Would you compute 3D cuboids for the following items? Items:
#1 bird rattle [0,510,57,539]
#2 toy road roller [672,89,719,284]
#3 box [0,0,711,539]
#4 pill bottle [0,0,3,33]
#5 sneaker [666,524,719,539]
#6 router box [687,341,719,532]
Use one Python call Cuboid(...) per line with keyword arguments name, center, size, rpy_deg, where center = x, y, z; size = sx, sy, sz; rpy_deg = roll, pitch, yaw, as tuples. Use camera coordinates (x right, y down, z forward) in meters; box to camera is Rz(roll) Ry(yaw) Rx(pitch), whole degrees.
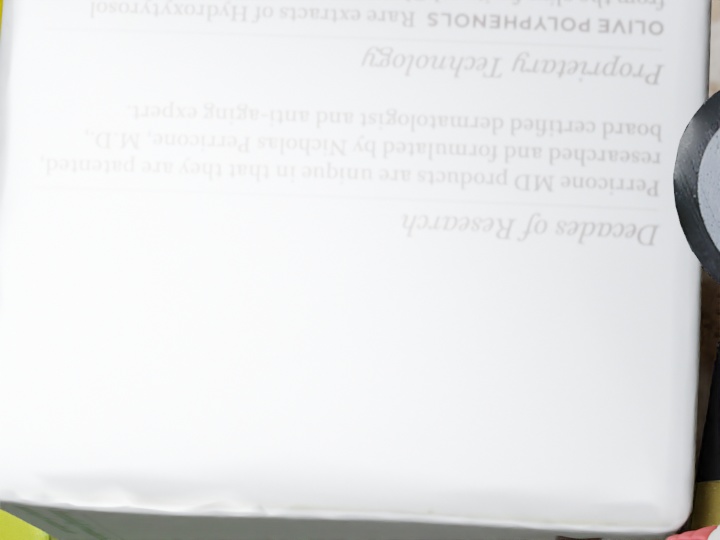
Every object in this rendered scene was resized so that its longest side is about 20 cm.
Cuboid(name="bird rattle", center=(-0.143, 0.135, 0.989), size=(0.163, 0.113, 0.200), rpy_deg=(13, 92, 49))
Cuboid(name="toy road roller", center=(0.190, -0.020, 0.667), size=(0.200, 0.123, 0.146), rpy_deg=(-41, 74, 38))
Cuboid(name="box", center=(0.000, 0.000, 0.844), size=(0.200, 0.199, 0.171), rpy_deg=(2, 80, 3))
Cuboid(name="pill bottle", center=(-0.120, -0.099, 1.001), size=(0.113, 0.200, 0.113), rpy_deg=(-11, 63, 22))
Cuboid(name="sneaker", center=(0.131, 0.137, 0.669), size=(0.082, 0.078, 0.200), rpy_deg=(-25, 58, 15))
Cuboid(name="router box", center=(0.183, 0.101, 0.740), size=(0.200, 0.052, 0.157), rpy_deg=(0, 67, 27))
